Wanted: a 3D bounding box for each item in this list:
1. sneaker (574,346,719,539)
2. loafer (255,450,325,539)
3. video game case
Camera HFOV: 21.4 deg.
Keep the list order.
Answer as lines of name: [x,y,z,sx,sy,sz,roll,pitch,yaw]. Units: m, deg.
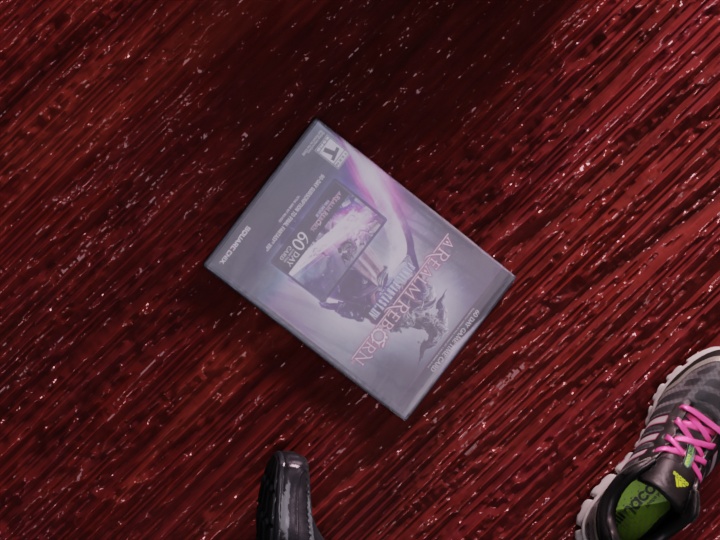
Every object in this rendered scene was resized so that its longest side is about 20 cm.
sneaker: [0.243,0.150,1.470,0.074,0.087,0.200,37,92,-8]
loafer: [-0.043,0.235,1.470,0.070,0.068,0.202,-4,102,-12]
video game case: [0.000,0.000,1.467,0.200,0.019,0.143,38,93,-7]
